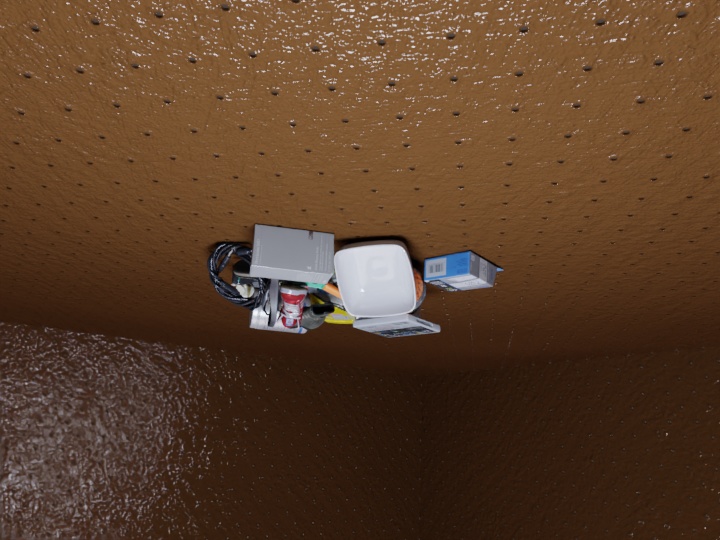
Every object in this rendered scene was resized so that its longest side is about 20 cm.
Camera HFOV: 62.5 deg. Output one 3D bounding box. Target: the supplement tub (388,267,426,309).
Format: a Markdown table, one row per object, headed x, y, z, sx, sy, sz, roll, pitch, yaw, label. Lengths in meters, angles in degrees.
| x | y | z | sx | sy | sz | roll | pitch | yaw | label |
| --- | --- | --- | --- | --- | --- | --- | --- | --- | --- |
| 0.120 | 0.057 | 1.637 | 0.118 | 0.127 | 0.200 | 2 | 170 | 1 | supplement tub |

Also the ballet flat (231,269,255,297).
| x | y | z | sx | sy | sz | roll | pitch | yaw | label |
| --- | --- | --- | --- | --- | --- | --- | --- | --- | --- |
| -0.355 | 0.043 | 1.802 | 0.070 | 0.076 | 0.201 | 3 | 164 | -1 | ballet flat |

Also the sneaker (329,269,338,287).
| x | y | z | sx | sy | sz | roll | pitch | yaw | label |
| --- | --- | --- | --- | --- | --- | --- | --- | --- | --- |
| 0.000 | 0.000 | 1.603 | 0.195 | 0.078 | 0.076 | -9 | 150 | -33 | sneaker |

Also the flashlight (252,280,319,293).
| x | y | z | sx | sy | sz | roll | pitch | yaw | label |
| --- | --- | --- | --- | --- | --- | --- | --- | --- | --- |
| -0.216 | 0.030 | 1.732 | 0.192 | 0.071 | 0.068 | 2 | 166 | -1 | flashlight |

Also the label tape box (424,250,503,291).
| x | y | z | sx | sy | sz | roll | pitch | yaw | label |
| --- | --- | --- | --- | --- | --- | --- | --- | --- | --- |
| 0.282 | 0.014 | 1.598 | 0.141 | 0.066 | 0.197 | -9 | 160 | 39 | label tape box |

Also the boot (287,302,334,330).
| x | y | z | sx | sy | sz | roll | pitch | yaw | label |
| --- | --- | --- | --- | --- | --- | --- | --- | --- | --- |
| -0.124 | 0.130 | 1.751 | 0.127 | 0.070 | 0.198 | -19 | 172 | 28 | boot |

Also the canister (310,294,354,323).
| x | y | z | sx | sy | sz | roll | pitch | yaw | label |
| --- | --- | --- | --- | --- | --- | --- | --- | --- | --- |
| -0.079 | 0.109 | 1.953 | 0.143 | 0.090 | 0.201 | 2 | 163 | 9 | canister |

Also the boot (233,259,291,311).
| x | y | z | sx | sy | sz | roll | pitch | yaw | label |
| --- | --- | --- | --- | --- | --- | --- | --- | --- | --- |
| -0.252 | 0.040 | 1.657 | 0.192 | 0.074 | 0.154 | -2 | 132 | -6 | boot |

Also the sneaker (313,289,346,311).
| x | y | z | sx | sy | sz | roll | pitch | yaw | label |
| --- | --- | --- | --- | --- | --- | --- | --- | --- | --- |
| -0.081 | 0.056 | 1.780 | 0.196 | 0.092 | 0.078 | 18 | 166 | 41 | sneaker |

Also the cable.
| x | y | z | sx | sy | sz | roll | pitch | yaw | label |
| --- | --- | --- | --- | --- | --- | --- | --- | --- | --- |
| -0.318 | 0.024 | 1.558 | 0.157 | 0.051 | 0.206 | -2 | 123 | 3 | cable |

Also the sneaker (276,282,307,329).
| x | y | z | sx | sy | sz | roll | pitch | yaw | label |
| --- | --- | --- | --- | --- | --- | --- | --- | --- | --- |
| -0.179 | 0.094 | 1.529 | 0.069 | 0.116 | 0.200 | 15 | 177 | 3 | sneaker |

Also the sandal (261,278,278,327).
| x | y | z | sx | sy | sz | roll | pitch | yaw | label |
| --- | --- | --- | --- | --- | --- | --- | --- | --- | --- |
| -0.231 | 0.055 | 1.518 | 0.041 | 0.077 | 0.205 | 3 | 126 | -7 | sandal |

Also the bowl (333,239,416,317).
| x | y | z | sx | sy | sz | roll | pitch | yaw | label |
| --- | --- | --- | --- | --- | --- | --- | --- | --- | --- |
| 0.043 | 0.012 | 1.482 | 0.193 | 0.075 | 0.206 | -4 | 118 | 16 | bowl |

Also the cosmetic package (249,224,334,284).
| x | y | z | sx | sy | sz | roll | pitch | yaw | label |
| --- | --- | --- | --- | --- | --- | --- | --- | --- | --- |
| -0.165 | -0.037 | 1.418 | 0.193 | 0.111 | 0.090 | 5 | 161 | -15 | cosmetic package |

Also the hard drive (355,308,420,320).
| x | y | z | sx | sy | sz | roll | pitch | yaw | label |
| --- | --- | --- | --- | --- | --- | --- | --- | --- | --- |
| 0.083 | 0.088 | 1.760 | 0.193 | 0.137 | 0.026 | 6 | 164 | -11 | hard drive |

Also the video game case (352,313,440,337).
| x | y | z | sx | sy | sz | roll | pitch | yaw | label |
| --- | --- | --- | --- | --- | --- | --- | --- | --- | --- |
| 0.106 | 0.161 | 1.724 | 0.195 | 0.024 | 0.180 | -11 | 158 | 37 | video game case |

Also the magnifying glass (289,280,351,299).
| x | y | z | sx | sy | sz | roll | pitch | yaw | label |
| --- | --- | --- | --- | --- | --- | --- | --- | --- | --- |
| -0.110 | 0.029 | 1.515 | 0.196 | 0.023 | 0.079 | 27 | 135 | -22 | magnifying glass |

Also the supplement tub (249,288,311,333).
| x | y | z | sx | sy | sz | roll | pitch | yaw | label |
| --- | --- | --- | --- | --- | --- | --- | --- | --- | --- |
| -0.270 | 0.136 | 1.996 | 0.193 | 0.137 | 0.132 | 8 | 164 | -14 | supplement tub |
